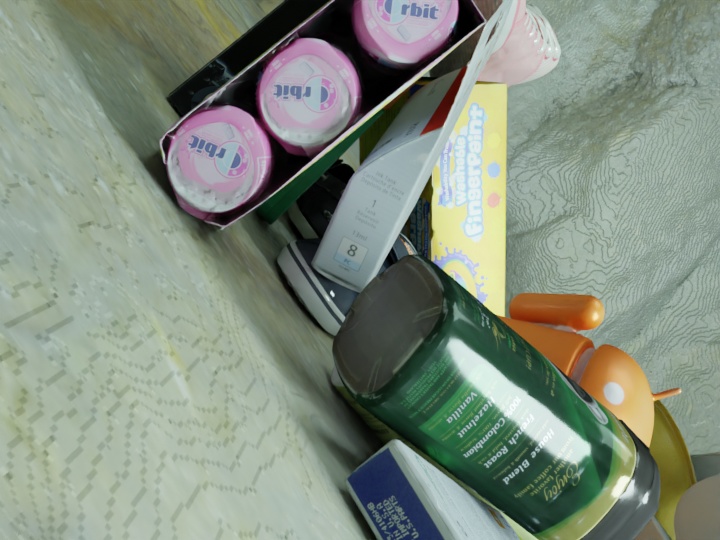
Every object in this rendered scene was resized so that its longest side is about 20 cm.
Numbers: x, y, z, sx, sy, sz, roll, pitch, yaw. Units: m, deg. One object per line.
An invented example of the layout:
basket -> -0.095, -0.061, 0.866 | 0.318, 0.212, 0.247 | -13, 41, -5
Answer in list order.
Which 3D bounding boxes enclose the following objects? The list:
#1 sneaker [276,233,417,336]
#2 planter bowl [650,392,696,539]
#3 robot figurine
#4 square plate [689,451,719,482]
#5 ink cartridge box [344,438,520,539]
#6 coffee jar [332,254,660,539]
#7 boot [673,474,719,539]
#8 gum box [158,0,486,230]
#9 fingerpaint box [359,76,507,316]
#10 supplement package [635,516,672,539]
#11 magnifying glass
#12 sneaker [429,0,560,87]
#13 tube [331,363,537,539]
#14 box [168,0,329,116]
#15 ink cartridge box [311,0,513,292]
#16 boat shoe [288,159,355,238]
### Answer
sneaker -> 0.000, 0.000, 0.942 | 0.079, 0.079, 0.200 | 55, 8, 10
planter bowl -> 0.172, 0.186, 1.003 | 0.082, 0.202, 0.201 | 1, 34, -23
robot figurine -> 0.117, 0.093, 0.885 | 0.144, 0.198, 0.118 | -52, 148, -44
square plate -> 0.270, 0.238, 0.959 | 0.200, 0.028, 0.201 | 152, -59, -68
ink cartridge box -> 0.085, 0.197, 0.666 | 0.197, 0.043, 0.200 | 55, 4, 30
coffee jar -> 0.082, 0.084, 0.733 | 0.199, 0.085, 0.104 | 39, 7, -24
boot -> 0.268, 0.222, 0.832 | 0.096, 0.073, 0.200 | 62, 7, -22
gum box -> -0.030, -0.105, 0.753 | 0.066, 0.199, 0.114 | 52, -1, -6
fingerpaint box -> 0.060, -0.063, 1.092 | 0.167, 0.072, 0.203 | -155, -117, -67
supplement package -> 0.196, 0.261, 0.834 | 0.114, 0.109, 0.200 | 51, 7, -21
magnifying glass -> -0.002, -0.108, 0.938 | 0.022, 0.200, 0.080 | 44, 10, -5
sneaker -> 0.126, -0.212, 1.081 | 0.201, 0.104, 0.076 | 110, -42, -68
tube -> 0.058, 0.125, 0.812 | 0.201, 0.052, 0.058 | 52, 11, -22
box -> -0.052, -0.158, 1.012 | 0.086, 0.163, 0.200 | 52, 7, -7
ink cartridge box -> 0.040, -0.104, 0.863 | 0.047, 0.201, 0.160 | 26, 28, 3
boat shoe -> -0.031, -0.069, 1.142 | 0.072, 0.067, 0.200 | 49, 6, -25
